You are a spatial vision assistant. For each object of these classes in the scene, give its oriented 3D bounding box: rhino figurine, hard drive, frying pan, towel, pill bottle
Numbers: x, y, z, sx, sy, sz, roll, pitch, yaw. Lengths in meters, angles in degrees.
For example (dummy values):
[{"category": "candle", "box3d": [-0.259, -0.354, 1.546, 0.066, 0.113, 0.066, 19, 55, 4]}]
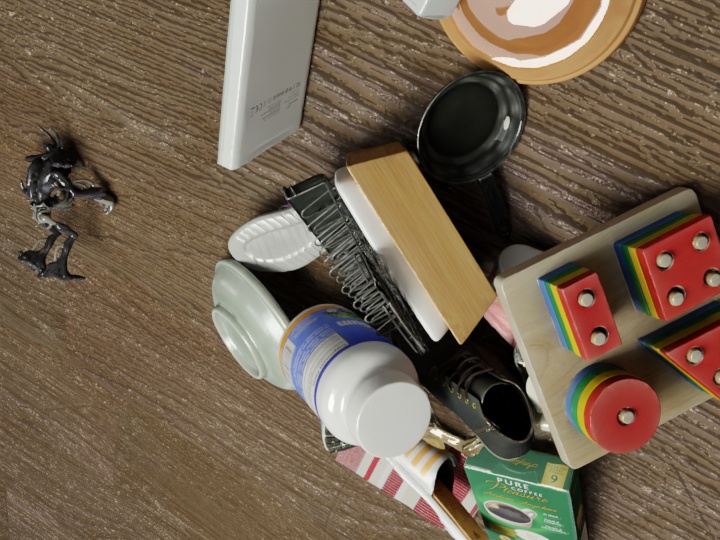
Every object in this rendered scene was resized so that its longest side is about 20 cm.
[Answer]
[{"category": "rhino figurine", "box3d": [0.168, 0.161, 0.952, 0.200, 0.060, 0.087, 42, 124, -1]}, {"category": "hard drive", "box3d": [-0.089, -0.213, 0.833, 0.026, 0.132, 0.200, 26, 129, 17]}, {"category": "frying pan", "box3d": [0.126, -0.120, 0.812, 0.115, 0.031, 0.190, -47, 131, 10]}, {"category": "towel", "box3d": [0.072, 0.253, 1.098, 0.200, 0.023, 0.144, 31, 128, 11]}, {"category": "pill bottle", "box3d": [-0.006, 0.116, 0.889, 0.200, 0.112, 0.112, 34, 143, 60]}]

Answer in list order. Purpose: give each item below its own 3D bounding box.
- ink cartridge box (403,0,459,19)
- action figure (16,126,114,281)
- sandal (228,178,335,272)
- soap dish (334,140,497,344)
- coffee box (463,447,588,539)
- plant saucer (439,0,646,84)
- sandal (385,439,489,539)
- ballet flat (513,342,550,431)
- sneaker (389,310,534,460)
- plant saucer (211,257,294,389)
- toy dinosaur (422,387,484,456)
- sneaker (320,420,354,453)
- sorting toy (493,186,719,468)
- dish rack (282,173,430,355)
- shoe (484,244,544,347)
[{"category": "ink cartridge box", "box3d": [0.057, -0.339, 0.689, 0.163, 0.057, 0.200, 51, 130, 21]}, {"category": "action figure", "box3d": [-0.409, -0.092, 1.143, 0.119, 0.102, 0.201, 12, 98, 36]}, {"category": "sandal", "box3d": [-0.064, -0.055, 0.978, 0.202, 0.050, 0.083, -22, 120, 27]}, {"category": "soap dish", "box3d": [0.055, -0.038, 0.841, 0.081, 0.157, 0.200, -32, 101, 6]}, {"category": "coffee box", "box3d": [0.198, 0.274, 0.974, 0.123, 0.044, 0.200, 8, 142, 28]}, {"category": "plant saucer", "box3d": [0.145, -0.256, 0.721, 0.200, 0.037, 0.201, 16, 125, 24]}, {"category": "sandal", "box3d": [0.102, 0.253, 1.014, 0.059, 0.079, 0.207, -48, 68, 11]}, {"category": "ballet flat", "box3d": [0.191, 0.122, 0.841, 0.072, 0.072, 0.200, 9, 147, 28]}, {"category": "sneaker", "box3d": [0.107, 0.103, 0.860, 0.200, 0.075, 0.106, 44, 169, 18]}, {"category": "plant saucer", "box3d": [-0.137, 0.080, 1.049, 0.200, 0.050, 0.200, 43, 155, 26]}, {"category": "toy dinosaur", "box3d": [0.057, 0.169, 0.965, 0.200, 0.058, 0.101, 16, 148, 55]}, {"category": "sneaker", "box3d": [-0.026, 0.137, 1.057, 0.090, 0.078, 0.200, -141, 47, -59]}, {"category": "sorting toy", "box3d": [0.250, 0.058, 0.741, 0.199, 0.200, 0.070, 67, 172, -15]}, {"category": "dish rack", "box3d": [0.000, 0.000, 0.852, 0.054, 0.200, 0.153, -33, 136, 6]}, {"category": "shoe", "box3d": [0.218, 0.052, 0.851, 0.200, 0.072, 0.091, 28, 146, 8]}]
